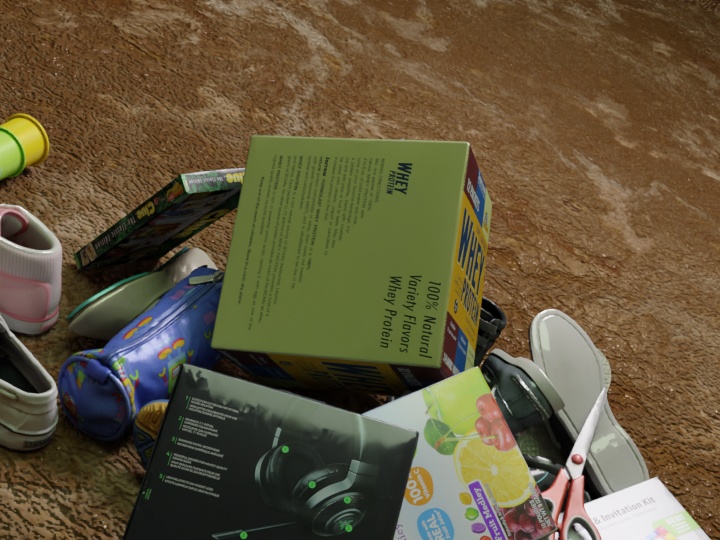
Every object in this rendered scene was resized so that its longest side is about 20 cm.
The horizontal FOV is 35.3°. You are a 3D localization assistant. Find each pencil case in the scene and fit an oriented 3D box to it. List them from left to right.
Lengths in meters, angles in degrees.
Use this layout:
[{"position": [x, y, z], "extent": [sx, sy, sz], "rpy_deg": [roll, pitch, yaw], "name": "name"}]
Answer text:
[{"position": [-0.171, 0.065, 0.985], "extent": [0.078, 0.087, 0.200], "rpy_deg": [25, 36, 20], "name": "pencil case"}]

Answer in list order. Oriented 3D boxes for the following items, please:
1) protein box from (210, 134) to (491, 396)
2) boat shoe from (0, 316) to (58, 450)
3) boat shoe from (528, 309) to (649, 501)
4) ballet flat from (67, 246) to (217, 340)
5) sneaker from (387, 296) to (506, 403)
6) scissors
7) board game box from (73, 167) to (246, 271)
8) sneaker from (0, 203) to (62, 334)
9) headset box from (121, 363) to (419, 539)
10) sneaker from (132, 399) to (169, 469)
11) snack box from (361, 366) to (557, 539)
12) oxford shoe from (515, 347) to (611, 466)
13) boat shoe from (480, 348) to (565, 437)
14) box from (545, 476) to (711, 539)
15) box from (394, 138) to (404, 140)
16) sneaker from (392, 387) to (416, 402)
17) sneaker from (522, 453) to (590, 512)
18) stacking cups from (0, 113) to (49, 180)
[{"position": [0.000, 0.000, 1.000], "extent": [0.199, 0.199, 0.135], "rpy_deg": [3, -18, 17], "name": "protein box"}, {"position": [-0.317, 0.063, 0.929], "extent": [0.200, 0.066, 0.072], "rpy_deg": [41, 35, 28], "name": "boat shoe"}, {"position": [0.209, 0.135, 1.092], "extent": [0.074, 0.060, 0.201], "rpy_deg": [-26, 86, -24], "name": "boat shoe"}, {"position": [-0.195, 0.030, 1.076], "extent": [0.069, 0.070, 0.200], "rpy_deg": [31, 30, 13], "name": "ballet flat"}, {"position": [0.088, 0.088, 1.134], "extent": [0.071, 0.099, 0.200], "rpy_deg": [29, 31, 7], "name": "sneaker"}, {"position": [0.183, 0.176, 1.008], "extent": [0.073, 0.014, 0.201], "rpy_deg": [9, 49, 5], "name": "scissors"}, {"position": [-0.183, -0.049, 1.089], "extent": [0.105, 0.200, 0.024], "rpy_deg": [-15, 81, -46], "name": "board game box"}, {"position": [-0.356, -0.026, 1.010], "extent": [0.199, 0.105, 0.075], "rpy_deg": [22, 32, 1], "name": "sneaker"}, {"position": [-0.067, 0.176, 0.775], "extent": [0.173, 0.093, 0.201], "rpy_deg": [15, 68, -1], "name": "headset box"}, {"position": [-0.093, 0.158, 0.937], "extent": [0.199, 0.075, 0.088], "rpy_deg": [29, 21, -7], "name": "sneaker"}, {"position": [0.030, 0.178, 0.867], "extent": [0.199, 0.053, 0.143], "rpy_deg": [-20, 71, -15], "name": "snack box"}, {"position": [0.198, 0.151, 1.156], "extent": [0.075, 0.058, 0.200], "rpy_deg": [53, 43, -11], "name": "oxford shoe"}, {"position": [0.132, 0.119, 1.053], "extent": [0.073, 0.062, 0.200], "rpy_deg": [52, -7, 0], "name": "boat shoe"}, {"position": [0.247, 0.279, 0.955], "extent": [0.155, 0.041, 0.200], "rpy_deg": [-14, 42, -23], "name": "box"}, {"position": [-0.006, -0.079, 1.314], "extent": [0.048, 0.122, 0.200], "rpy_deg": [33, 31, 25], "name": "box"}, {"position": [0.057, 0.205, 0.945], "extent": [0.201, 0.086, 0.080], "rpy_deg": [62, 4, 19], "name": "sneaker"}, {"position": [0.115, 0.198, 1.025], "extent": [0.199, 0.075, 0.080], "rpy_deg": [25, 59, -10], "name": "sneaker"}, {"position": [-0.397, -0.104, 1.147], "extent": [0.060, 0.061, 0.200], "rpy_deg": [28, 30, 8], "name": "stacking cups"}]
